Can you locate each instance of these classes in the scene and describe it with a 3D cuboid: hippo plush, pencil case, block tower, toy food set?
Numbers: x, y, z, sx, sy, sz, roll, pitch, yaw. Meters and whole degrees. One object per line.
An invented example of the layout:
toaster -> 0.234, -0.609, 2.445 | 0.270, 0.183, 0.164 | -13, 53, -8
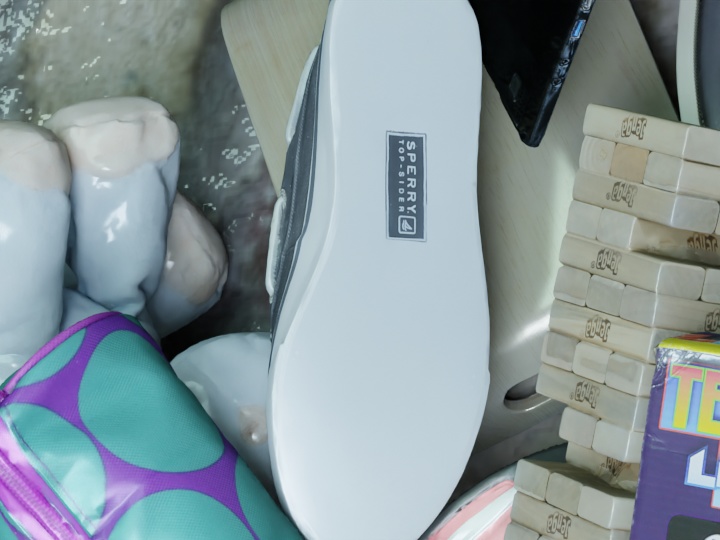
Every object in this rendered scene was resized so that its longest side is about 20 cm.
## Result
hippo plush -> -0.099, 0.052, 0.969 | 0.200, 0.159, 0.161 | -49, 55, 4
pencil case -> -0.049, 0.113, 0.859 | 0.085, 0.092, 0.200 | -42, 77, 23
block tower -> 0.085, 0.055, 0.860 | 0.058, 0.054, 0.201 | 19, 99, 58
toy food set -> 0.044, -0.045, 0.994 | 0.143, 0.060, 0.201 | -26, 66, 14

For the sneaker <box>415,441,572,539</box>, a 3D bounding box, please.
sneaker -> 0.036, 0.144, 0.921 | 0.087, 0.074, 0.200 | 43, 98, 20

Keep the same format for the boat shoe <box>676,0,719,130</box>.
boat shoe -> 0.145, -0.074, 0.932 | 0.062, 0.073, 0.201 | -17, 59, 27

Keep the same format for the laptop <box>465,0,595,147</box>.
laptop -> 0.096, -0.172, 0.925 | 0.178, 0.103, 0.201 | -114, 33, -44

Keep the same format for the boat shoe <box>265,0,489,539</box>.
boat shoe -> 0.000, 0.000, 0.930 | 0.071, 0.068, 0.202 | 6, 75, -15

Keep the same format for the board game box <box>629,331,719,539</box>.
board game box -> 0.170, 0.115, 0.779 | 0.199, 0.057, 0.167 | 10, 95, 23
